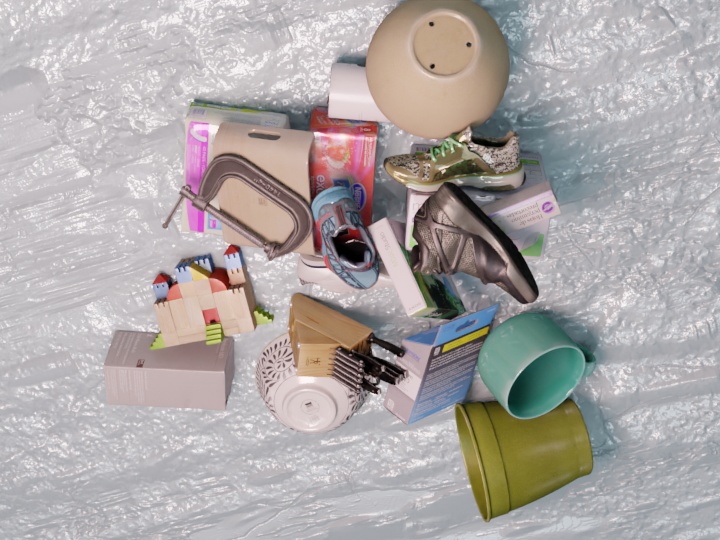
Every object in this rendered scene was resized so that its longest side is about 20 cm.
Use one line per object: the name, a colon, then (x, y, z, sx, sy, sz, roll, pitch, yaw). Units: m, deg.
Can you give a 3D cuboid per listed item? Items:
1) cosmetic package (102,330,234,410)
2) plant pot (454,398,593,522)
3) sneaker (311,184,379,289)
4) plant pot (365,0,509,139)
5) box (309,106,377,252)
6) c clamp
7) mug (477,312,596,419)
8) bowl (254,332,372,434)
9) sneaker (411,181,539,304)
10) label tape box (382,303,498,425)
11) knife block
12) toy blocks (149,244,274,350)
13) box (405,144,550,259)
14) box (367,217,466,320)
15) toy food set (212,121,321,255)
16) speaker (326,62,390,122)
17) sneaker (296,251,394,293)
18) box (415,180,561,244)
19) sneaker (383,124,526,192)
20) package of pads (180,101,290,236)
cosmetic package: (-0.311, 0.164, 1.873, 0.200, 0.107, 0.090, 0, 121, 1)
plant pot: (0.275, 0.295, 1.888, 0.193, 0.200, 0.201, -14, 120, -4)
sneaker: (-0.017, -0.024, 1.625, 0.079, 0.096, 0.200, -24, 138, 1)
plant pot: (0.108, -0.285, 1.523, 0.200, 0.134, 0.201, 0, 87, -1)
box: (-0.029, -0.131, 1.692, 0.102, 0.095, 0.200, 4, 120, -1)
c clamp: (-0.169, -0.080, 1.632, 0.200, 0.027, 0.171, 30, 124, 1)
mug: (0.272, 0.149, 1.824, 0.152, 0.114, 0.185, -47, 138, 8)
bowl: (-0.082, 0.205, 1.893, 0.200, 0.094, 0.201, 2, 120, 3)
sneaker: (0.143, -0.014, 1.515, 0.199, 0.076, 0.114, 43, 112, -13)
label tape box: (0.127, 0.134, 1.814, 0.063, 0.144, 0.200, 37, 126, 32)
knife block: (-0.019, 0.116, 1.794, 0.175, 0.200, 0.064, 2, 121, -12)
toy blocks: (-0.253, 0.038, 1.814, 0.200, 0.100, 0.137, -11, 108, 8)
box: (0.167, -0.103, 1.653, 0.200, 0.177, 0.097, 4, 120, -1)
box: (0.086, 0.001, 1.678, 0.036, 0.200, 0.144, -29, 77, 19)
toy food set: (-0.129, -0.114, 1.644, 0.143, 0.060, 0.200, 9, 127, 15)
speaker: (0.052, -0.250, 1.628, 0.200, 0.081, 0.081, 4, 120, 1)
sneaker: (0.000, 0.000, 1.790, 0.200, 0.076, 0.081, 9, 132, 3)
box: (0.172, -0.064, 1.551, 0.200, 0.041, 0.039, -22, 114, 12)
sneaker: (0.131, -0.163, 1.563, 0.200, 0.077, 0.089, -2, 124, -5)
package of pads: (-0.186, -0.145, 1.707, 0.154, 0.068, 0.200, 7, 121, -1)
